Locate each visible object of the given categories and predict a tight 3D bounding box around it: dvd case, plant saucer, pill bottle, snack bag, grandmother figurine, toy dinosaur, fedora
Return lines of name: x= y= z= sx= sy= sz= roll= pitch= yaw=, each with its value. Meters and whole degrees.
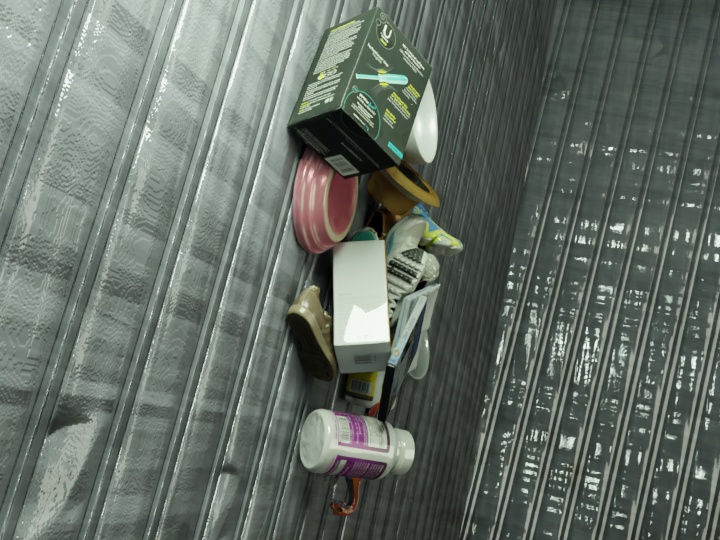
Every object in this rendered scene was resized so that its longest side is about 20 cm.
dvd case: x=0.077 y=0.158 z=1.378 sx=0.201 sy=0.017 sz=0.144 roll=-59 pitch=162 yaw=-49
plant saucer: x=-0.053 y=-0.127 z=1.295 sx=0.200 sy=0.050 sz=0.203 roll=9 pitch=90 yaw=-71
pill bottle: x=-0.003 y=0.323 z=1.396 sx=0.198 sy=0.112 sz=0.114 roll=16 pitch=82 yaw=-28
snack bag: x=0.101 y=0.132 z=1.515 sx=0.188 sy=0.021 sz=0.202 roll=-18 pitch=125 yaw=-65
grandmother figurine: x=0.111 y=0.031 z=1.603 sx=0.122 sy=0.060 sz=0.200 roll=-59 pitch=180 yaw=-36
toy dinosaur: x=-0.020 y=0.373 z=1.474 sx=0.105 sy=0.199 sz=0.183 roll=9 pitch=58 yaw=-55
pill bottle: x=0.035 y=0.182 z=1.586 sx=0.109 sy=0.108 sz=0.203 roll=22 pitch=78 yaw=-70
fedora: x=0.071 y=-0.167 z=1.518 sx=0.082 sy=0.201 sz=0.200 roll=-49 pitch=167 yaw=16

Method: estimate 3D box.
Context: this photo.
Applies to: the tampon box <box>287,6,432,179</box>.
tampon box: x=0.002 y=-0.276 z=1.200 sx=0.150 sy=0.125 sz=0.202 roll=39 pitch=59 yaw=-36

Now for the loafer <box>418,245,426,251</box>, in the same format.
loafer: x=0.116 y=-0.039 z=1.798 sx=0.071 sy=0.072 sz=0.202 roll=128 pitch=-20 yaw=-65

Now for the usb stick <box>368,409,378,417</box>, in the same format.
usb stick: x=0.042 y=0.298 z=1.766 sx=0.055 sy=0.032 sz=0.203 roll=27 pitch=72 yaw=-69

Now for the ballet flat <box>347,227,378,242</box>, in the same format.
ballet flat: x=0.000 y=0.000 z=1.491 sx=0.072 sy=0.071 sz=0.202 roll=-46 pitch=146 yaw=-58

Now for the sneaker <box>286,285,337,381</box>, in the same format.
sneaker: x=-0.068 y=0.112 z=1.318 sx=0.076 sy=0.070 sz=0.201 roll=-59 pitch=150 yaw=-35

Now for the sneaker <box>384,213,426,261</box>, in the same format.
sneaker: x=0.079 y=-0.022 z=1.539 sx=0.076 sy=0.081 sz=0.201 roll=14 pitch=114 yaw=-47

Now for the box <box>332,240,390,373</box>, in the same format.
box: x=0.003 y=0.065 z=1.358 sx=0.125 sy=0.096 sz=0.202 roll=82 pitch=5 yaw=-61

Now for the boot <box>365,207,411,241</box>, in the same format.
boot: x=0.047 y=-0.042 z=1.609 sx=0.144 sy=0.070 sz=0.204 roll=-20 pitch=124 yaw=-55

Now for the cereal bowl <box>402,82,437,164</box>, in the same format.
cereal bowl: x=0.092 y=-0.314 z=1.544 sx=0.200 sy=0.082 sz=0.203 roll=-3 pitch=90 yaw=-68

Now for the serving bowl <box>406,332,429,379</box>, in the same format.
serving bowl: x=0.092 y=0.155 z=1.757 sx=0.200 sy=0.065 sz=0.202 roll=39 pitch=45 yaw=-53

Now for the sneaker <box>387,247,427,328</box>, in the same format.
sneaker: x=0.067 y=0.045 z=1.482 sx=0.201 sy=0.075 sz=0.081 roll=-56 pitch=154 yaw=-1

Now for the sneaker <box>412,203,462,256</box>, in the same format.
sneaker: x=0.155 y=-0.102 z=1.742 sx=0.198 sy=0.075 sz=0.106 roll=16 pitch=65 yaw=-32
